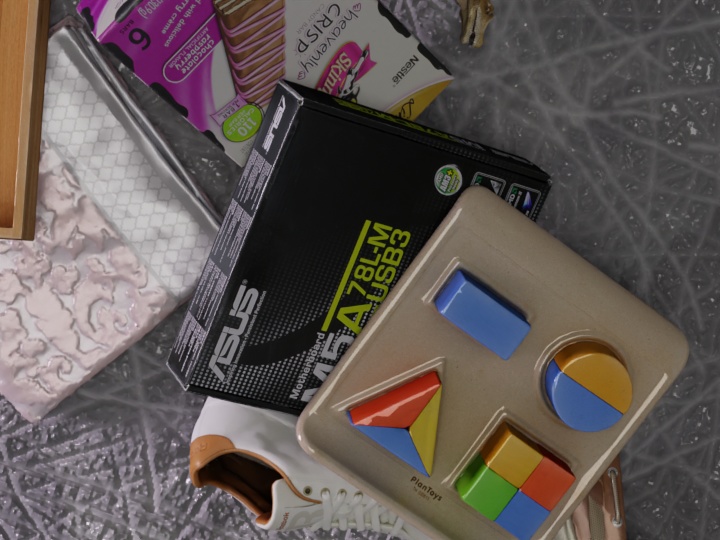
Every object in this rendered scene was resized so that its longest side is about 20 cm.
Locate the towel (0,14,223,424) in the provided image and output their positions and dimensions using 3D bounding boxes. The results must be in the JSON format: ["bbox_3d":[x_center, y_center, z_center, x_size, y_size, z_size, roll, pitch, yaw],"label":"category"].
[{"bbox_3d":[-0.203,-0.032,1.414,0.191,0.032,0.200,-37,98,5],"label":"towel"}]

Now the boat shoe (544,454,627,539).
[{"bbox_3d":[0.166,0.207,1.447,0.071,0.076,0.201,-15,102,-1],"label":"boat shoe"}]

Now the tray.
[{"bbox_3d":[-0.249,-0.122,1.369,0.098,0.037,0.202,4,89,6],"label":"tray"}]

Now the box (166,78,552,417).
[{"bbox_3d":[0.000,0.000,1.375,0.192,0.048,0.201,15,105,-32],"label":"box"}]

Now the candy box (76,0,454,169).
[{"bbox_3d":[-0.057,-0.140,1.346,0.136,0.061,0.200,-46,124,6],"label":"candy box"}]

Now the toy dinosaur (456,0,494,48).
[{"bbox_3d":[0.057,-0.246,1.382,0.100,0.058,0.202,2,108,-17],"label":"toy dinosaur"}]

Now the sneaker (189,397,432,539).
[{"bbox_3d":[-0.020,0.150,1.416,0.199,0.085,0.073,19,132,1],"label":"sneaker"}]

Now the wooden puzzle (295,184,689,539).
[{"bbox_3d":[0.086,0.077,1.365,0.185,0.046,0.201,35,94,-13],"label":"wooden puzzle"}]
